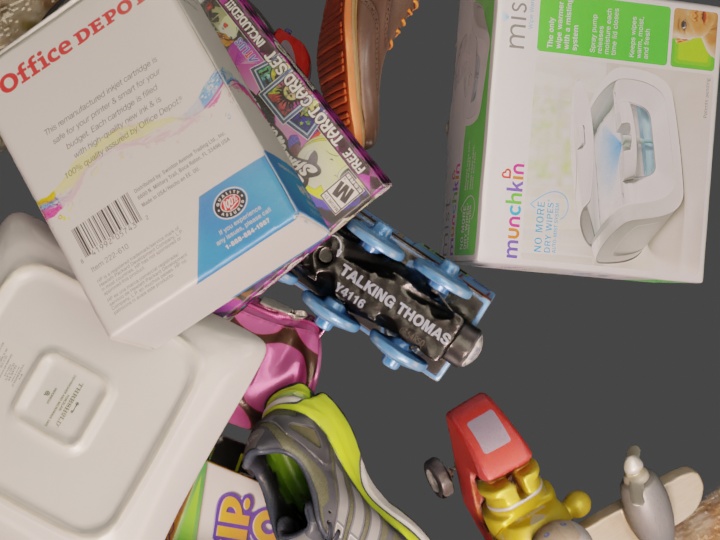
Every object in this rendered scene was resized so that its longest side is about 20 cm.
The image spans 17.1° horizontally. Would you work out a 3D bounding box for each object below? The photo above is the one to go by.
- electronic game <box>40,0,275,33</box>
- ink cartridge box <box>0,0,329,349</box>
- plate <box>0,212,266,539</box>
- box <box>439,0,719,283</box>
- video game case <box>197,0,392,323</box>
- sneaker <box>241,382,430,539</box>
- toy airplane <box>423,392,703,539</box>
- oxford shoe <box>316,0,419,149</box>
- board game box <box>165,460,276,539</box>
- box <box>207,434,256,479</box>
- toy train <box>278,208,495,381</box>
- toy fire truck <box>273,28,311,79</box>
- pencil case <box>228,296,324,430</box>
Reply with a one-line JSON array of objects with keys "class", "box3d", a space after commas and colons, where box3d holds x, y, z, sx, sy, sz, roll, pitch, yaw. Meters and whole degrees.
[{"class": "electronic game", "box3d": [-0.142, -0.115, 1.669, 0.199, 0.042, 0.202, 0, 89, -14]}, {"class": "ink cartridge box", "box3d": [-0.132, -0.074, 1.505, 0.144, 0.085, 0.201, -32, 76, 10]}, {"class": "plate", "box3d": [-0.191, 0.086, 1.540, 0.199, 0.032, 0.200, 27, 80, 8]}, {"class": "box", "box3d": [0.156, -0.097, 1.717, 0.175, 0.097, 0.202, 6, 88, -16]}, {"class": "video game case", "box3d": [-0.109, -0.077, 1.578, 0.181, 0.036, 0.200, -39, 87, 10]}, {"class": "sneaker", "box3d": [-0.017, 0.177, 1.602, 0.200, 0.074, 0.081, 54, 36, -2]}, {"class": "toy airplane", "box3d": [0.130, 0.206, 1.679, 0.198, 0.141, 0.201, 20, 84, -13]}, {"class": "oxford shoe", "box3d": [0.011, -0.181, 1.695, 0.072, 0.071, 0.202, 1, 88, -19]}, {"class": "board game box", "box3d": [-0.070, 0.197, 1.650, 0.199, 0.030, 0.096, 25, 82, -34]}, {"class": "box", "box3d": [-0.181, 0.188, 1.651, 0.192, 0.047, 0.201, 21, 83, -15]}, {"class": "toy train", "box3d": [0.000, 0.000, 1.644, 0.199, 0.114, 0.087, 33, 96, 4]}, {"class": "toy fire truck", "box3d": [-0.108, -0.199, 1.643, 0.199, 0.049, 0.142, 32, 75, -7]}, {"class": "pencil case", "box3d": [-0.124, 0.042, 1.648, 0.199, 0.091, 0.094, 18, 120, -15]}]
